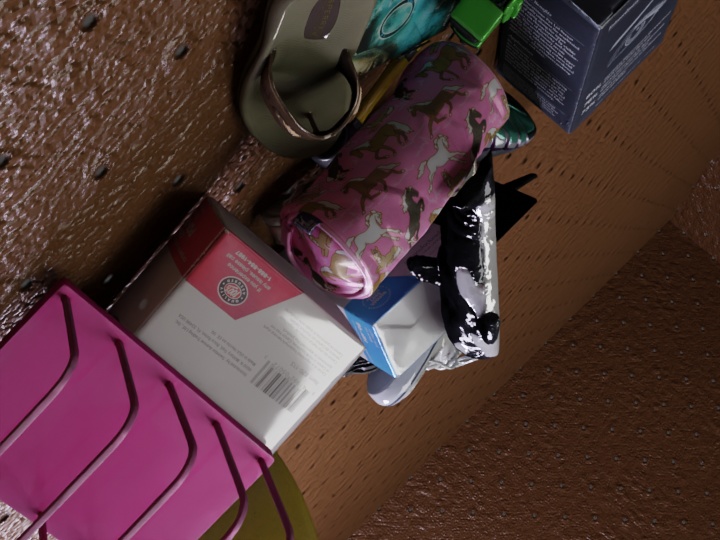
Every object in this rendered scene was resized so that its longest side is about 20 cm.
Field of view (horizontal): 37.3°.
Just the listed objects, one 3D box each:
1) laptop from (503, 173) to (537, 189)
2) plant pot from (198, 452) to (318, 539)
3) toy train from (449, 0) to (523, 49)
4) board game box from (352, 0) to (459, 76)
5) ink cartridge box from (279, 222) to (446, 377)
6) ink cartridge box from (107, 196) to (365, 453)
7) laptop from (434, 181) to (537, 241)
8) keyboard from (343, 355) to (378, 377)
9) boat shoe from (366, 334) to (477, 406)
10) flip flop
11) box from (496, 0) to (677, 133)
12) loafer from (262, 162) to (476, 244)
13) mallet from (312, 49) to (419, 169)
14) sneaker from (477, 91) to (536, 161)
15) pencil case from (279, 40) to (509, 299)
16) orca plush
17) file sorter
[{"bbox_3d":[0.107,-0.012,1.245,0.199,0.104,0.177,-20,-170,46],"label":"laptop"},{"bbox_3d":[-0.142,0.275,1.105,0.194,0.200,0.196,-42,163,-18],"label":"plant pot"},{"bbox_3d":[0.094,-0.197,0.811,0.057,0.042,0.200,-52,-179,12],"label":"toy train"},{"bbox_3d":[0.034,-0.208,0.692,0.135,0.028,0.201,-34,163,-29],"label":"board game box"},{"bbox_3d":[0.000,0.000,0.951,0.116,0.199,0.067,-42,129,-19],"label":"ink cartridge box"},{"bbox_3d":[-0.118,0.073,0.773,0.200,0.146,0.083,-48,-152,4],"label":"ink cartridge box"},{"bbox_3d":[0.055,-0.008,1.076,0.187,0.116,0.200,-42,168,-20],"label":"laptop"},{"bbox_3d":[-0.048,0.095,0.960,0.198,0.021,0.127,-24,-171,-16],"label":"keyboard"},{"bbox_3d":[0.079,0.066,1.037,0.074,0.086,0.203,-25,-153,47],"label":"boat shoe"},{"bbox_3d":[-0.028,-0.116,0.662,0.080,0.058,0.200,-12,162,-18],"label":"flip flop"},{"bbox_3d":[0.215,-0.247,0.983,0.148,0.104,0.200,-44,163,-13],"label":"box"},{"bbox_3d":[0.016,-0.058,0.884,0.198,0.072,0.064,-26,114,-19],"label":"loafer"},{"bbox_3d":[0.030,-0.158,0.838,0.201,0.041,0.066,-51,163,-4],"label":"mallet"},{"bbox_3d":[0.087,-0.125,1.026,0.198,0.075,0.088,-12,153,-47],"label":"sneaker"},{"bbox_3d":[0.026,-0.075,0.770,0.082,0.087,0.201,3,-133,53],"label":"pencil case"},{"bbox_3d":[0.070,0.001,0.822,0.070,0.107,0.201,-4,152,5],"label":"orca plush"},{"bbox_3d":[-0.156,0.137,0.668,0.139,0.200,0.126,-44,-153,2],"label":"file sorter"}]
